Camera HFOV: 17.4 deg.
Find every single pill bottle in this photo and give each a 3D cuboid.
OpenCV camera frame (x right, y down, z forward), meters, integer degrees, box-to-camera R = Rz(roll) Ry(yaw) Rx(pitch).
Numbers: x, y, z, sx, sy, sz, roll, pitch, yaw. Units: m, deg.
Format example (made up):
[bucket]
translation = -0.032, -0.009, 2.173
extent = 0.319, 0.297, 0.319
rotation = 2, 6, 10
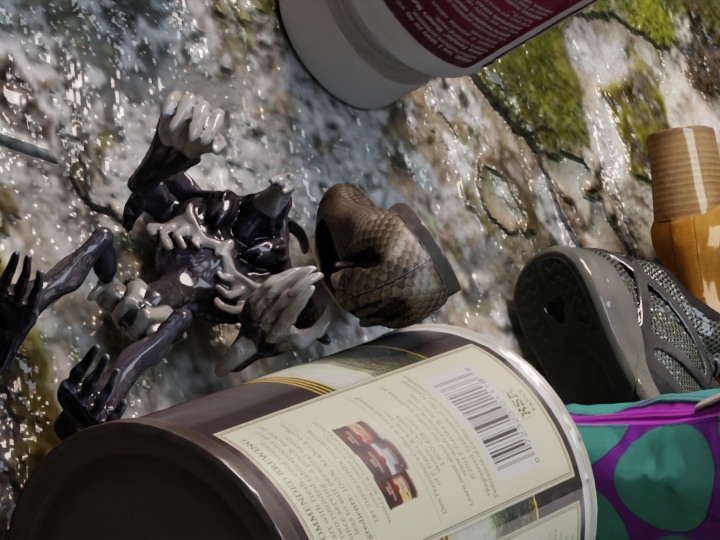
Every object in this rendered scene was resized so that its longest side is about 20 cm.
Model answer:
[pill bottle]
translation = 0.059, -0.161, 1.144
extent = 0.110, 0.200, 0.110
rotation = 28, 48, -37

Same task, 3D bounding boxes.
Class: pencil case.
[pencil case]
translation = 0.125, 0.090, 1.062
extent = 0.085, 0.200, 0.093
rotation = -43, 116, -43

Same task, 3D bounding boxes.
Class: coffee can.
[coffee can]
translation = -0.018, 0.110, 0.923
extent = 0.200, 0.146, 0.147
rotation = -15, 80, -53

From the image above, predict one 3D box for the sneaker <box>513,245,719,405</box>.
[sneaker]
translation = 0.160, 0.079, 1.216
extent = 0.114, 0.076, 0.200
rotation = -3, 64, -44

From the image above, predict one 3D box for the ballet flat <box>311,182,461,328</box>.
[ballet flat]
translation = 0.000, 0.000, 1.028
extent = 0.067, 0.046, 0.200
rotation = 57, -6, -8

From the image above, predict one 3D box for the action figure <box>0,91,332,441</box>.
[action figure]
translation = -0.067, -0.003, 0.977
extent = 0.119, 0.102, 0.200
rotation = 49, 38, 2

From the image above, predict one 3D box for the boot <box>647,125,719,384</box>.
[boot]
translation = 0.221, -0.006, 1.365
extent = 0.201, 0.071, 0.144
rotation = 0, 80, -59
